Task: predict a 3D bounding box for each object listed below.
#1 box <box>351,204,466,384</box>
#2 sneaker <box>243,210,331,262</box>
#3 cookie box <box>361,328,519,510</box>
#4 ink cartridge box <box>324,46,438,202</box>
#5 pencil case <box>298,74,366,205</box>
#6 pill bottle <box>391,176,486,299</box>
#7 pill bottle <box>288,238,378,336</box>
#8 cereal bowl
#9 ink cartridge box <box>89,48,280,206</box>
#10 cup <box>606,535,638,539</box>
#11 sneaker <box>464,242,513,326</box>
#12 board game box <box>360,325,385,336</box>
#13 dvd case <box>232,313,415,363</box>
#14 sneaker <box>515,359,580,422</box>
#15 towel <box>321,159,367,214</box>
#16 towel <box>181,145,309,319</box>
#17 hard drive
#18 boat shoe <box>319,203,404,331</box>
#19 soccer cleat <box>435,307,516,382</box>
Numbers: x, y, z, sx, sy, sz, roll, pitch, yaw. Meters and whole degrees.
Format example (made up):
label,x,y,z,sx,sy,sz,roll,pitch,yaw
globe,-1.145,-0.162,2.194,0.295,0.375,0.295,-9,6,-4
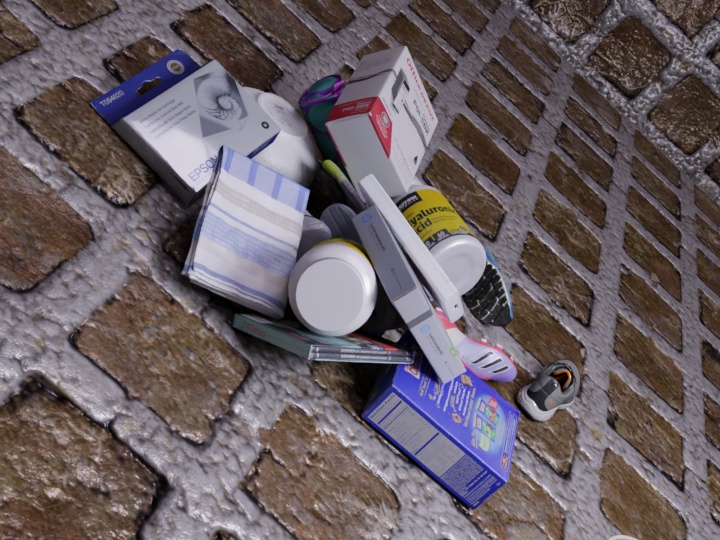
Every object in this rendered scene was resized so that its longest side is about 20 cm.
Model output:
label,x,y,z,sx,sy,sz,roll,pitch,yaw
box,0.064,0.033,1.442,0.201,0.041,0.157,59,5,-47
sneaker,-0.145,-0.061,1.513,0.197,0.076,0.115,-1,33,-33
cookie box,0.111,0.193,1.501,0.199,0.075,0.172,41,28,-6
ink cartridge box,0.037,-0.226,1.698,0.148,0.082,0.201,62,34,-31
pencil case,-0.025,-0.202,1.756,0.085,0.092,0.202,-40,118,-28
pill bottle,0.097,-0.057,1.673,0.110,0.112,0.201,18,26,-39
pill bottle,-0.032,0.021,1.399,0.112,0.113,0.200,42,5,-2
cereal bowl,-0.141,-0.207,1.701,0.199,0.083,0.201,32,31,-22
ink cartridge box,-0.240,-0.215,1.555,0.200,0.041,0.200,44,49,2
cup,0.315,0.448,1.356,0.199,0.143,0.202,32,31,-22
sneaker,0.216,0.011,1.886,0.089,0.078,0.202,20,37,-43
board game box,-0.004,0.012,1.634,0.135,0.034,0.200,40,28,-6
dvd case,-0.044,0.086,1.415,0.145,0.022,0.198,19,6,41
sneaker,0.321,0.182,1.793,0.074,0.079,0.200,47,27,10
towel,0.014,-0.064,1.641,0.201,0.023,0.144,57,1,22
towel,-0.140,-0.050,1.417,0.145,0.024,0.203,26,57,-25
hard drive,0.070,-0.028,1.516,0.201,0.027,0.132,54,-2,18
boat shoe,0.000,0.000,1.563,0.062,0.071,0.202,22,41,-61
soccer cleat,0.154,0.130,1.674,0.199,0.066,0.077,35,60,-28
